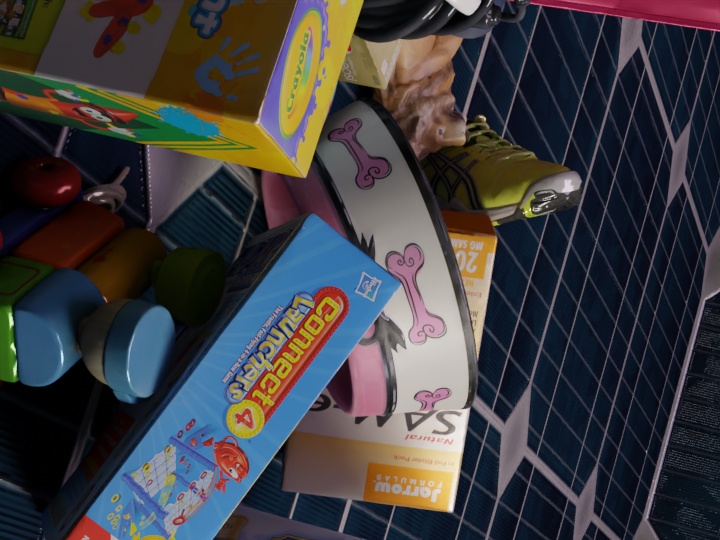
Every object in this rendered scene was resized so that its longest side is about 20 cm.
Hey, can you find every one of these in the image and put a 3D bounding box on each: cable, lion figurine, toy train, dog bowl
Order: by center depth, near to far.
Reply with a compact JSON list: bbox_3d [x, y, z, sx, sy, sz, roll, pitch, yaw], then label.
[{"bbox_3d":[-0.115,-0.005,0.882,0.200,0.115,0.085,-47,145,-55],"label":"toy train"},{"bbox_3d":[0.028,-0.237,1.064,0.051,0.163,0.201,-35,123,-56],"label":"cable"},{"bbox_3d":[0.000,0.000,1.100,0.200,0.073,0.201,162,-90,-79],"label":"dog bowl"},{"bbox_3d":[0.033,-0.179,1.280,0.123,0.072,0.200,-54,137,-32],"label":"lion figurine"}]

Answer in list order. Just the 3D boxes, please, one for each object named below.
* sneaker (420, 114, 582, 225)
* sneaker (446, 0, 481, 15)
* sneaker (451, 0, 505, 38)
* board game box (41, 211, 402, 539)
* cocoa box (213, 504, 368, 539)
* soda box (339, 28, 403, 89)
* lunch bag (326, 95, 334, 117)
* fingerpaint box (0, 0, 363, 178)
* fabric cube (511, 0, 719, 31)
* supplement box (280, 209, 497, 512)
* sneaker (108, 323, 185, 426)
[{"bbox_3d":[0.084,-0.074,1.331,0.075,0.200,0.077,-11,100,-35],"label":"sneaker"},{"bbox_3d":[0.029,-0.242,0.998,0.099,0.200,0.071,-45,160,13],"label":"sneaker"},{"bbox_3d":[0.045,-0.242,1.101,0.070,0.082,0.201,-24,90,-30],"label":"sneaker"},{"bbox_3d":[-0.077,0.070,0.905,0.196,0.056,0.200,-53,-173,-8],"label":"board game box"},{"bbox_3d":[-0.041,0.240,1.118,0.134,0.199,0.132,76,33,-52],"label":"cocoa box"},{"bbox_3d":[0.013,-0.224,1.179,0.068,0.064,0.201,62,45,-62],"label":"soda box"},{"bbox_3d":[-0.064,-0.156,0.983,0.200,0.077,0.161,16,88,-72],"label":"lunch bag"},{"bbox_3d":[-0.078,-0.159,0.812,0.073,0.166,0.201,48,56,-67],"label":"fingerpaint box"},{"bbox_3d":[0.197,-0.299,1.362,0.196,0.199,0.200,-97,-165,-76],"label":"fabric cube"},{"bbox_3d":[0.018,0.057,1.257,0.074,0.125,0.201,-91,-172,-77],"label":"supplement box"},{"bbox_3d":[-0.085,0.063,1.081,0.200,0.075,0.079,-43,139,-60],"label":"sneaker"}]
